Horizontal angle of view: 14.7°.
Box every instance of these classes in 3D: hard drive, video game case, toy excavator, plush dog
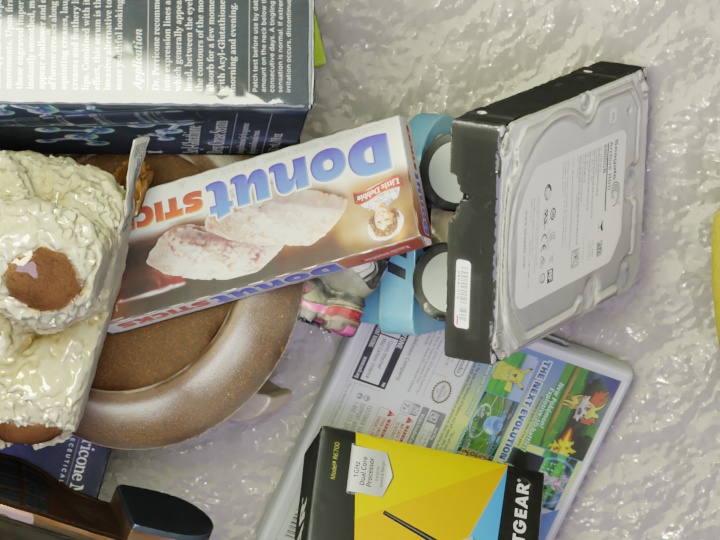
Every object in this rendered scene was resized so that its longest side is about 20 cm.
[{"bbox_3d":[0.111,-0.037,1.621,0.038,0.200,0.141,10,107,27],"label":"hard drive"},{"bbox_3d":[0.052,0.118,1.784,0.181,0.022,0.201,19,110,-13],"label":"video game case"},{"bbox_3d":[0.000,0.000,1.685,0.199,0.100,0.196,6,96,23],"label":"toy excavator"},{"bbox_3d":[-0.214,-0.021,1.516,0.171,0.161,0.200,16,144,2],"label":"plush dog"}]

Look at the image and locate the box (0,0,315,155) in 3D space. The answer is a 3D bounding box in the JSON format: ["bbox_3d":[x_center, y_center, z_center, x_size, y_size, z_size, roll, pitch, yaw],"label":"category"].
[{"bbox_3d":[-0.127,-0.126,1.517,0.199,0.148,0.108,1,83,-4],"label":"box"}]

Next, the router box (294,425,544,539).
[{"bbox_3d":[0.030,0.208,1.710,0.148,0.201,0.051,12,152,-11],"label":"router box"}]

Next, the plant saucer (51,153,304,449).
[{"bbox_3d":[-0.129,0.001,1.606,0.199,0.032,0.201,-5,76,20],"label":"plant saucer"}]

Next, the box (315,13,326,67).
[{"bbox_3d":[-0.130,-0.158,1.626,0.199,0.048,0.123,-14,113,1],"label":"box"}]

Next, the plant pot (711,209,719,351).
[{"bbox_3d":[0.290,0.003,1.678,0.199,0.200,0.143,-29,88,8],"label":"plant pot"}]

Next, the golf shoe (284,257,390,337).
[{"bbox_3d":[-0.067,-0.037,1.646,0.199,0.073,0.092,25,90,24],"label":"golf shoe"}]

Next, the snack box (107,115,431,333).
[{"bbox_3d":[-0.060,-0.024,1.555,0.199,0.024,0.072,-16,73,18],"label":"snack box"}]

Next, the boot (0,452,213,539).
[{"bbox_3d":[-0.194,0.169,1.639,0.199,0.075,0.097,15,109,-14],"label":"boot"}]

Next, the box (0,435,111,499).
[{"bbox_3d":[-0.255,0.102,1.701,0.199,0.104,0.149,12,112,-10],"label":"box"}]
